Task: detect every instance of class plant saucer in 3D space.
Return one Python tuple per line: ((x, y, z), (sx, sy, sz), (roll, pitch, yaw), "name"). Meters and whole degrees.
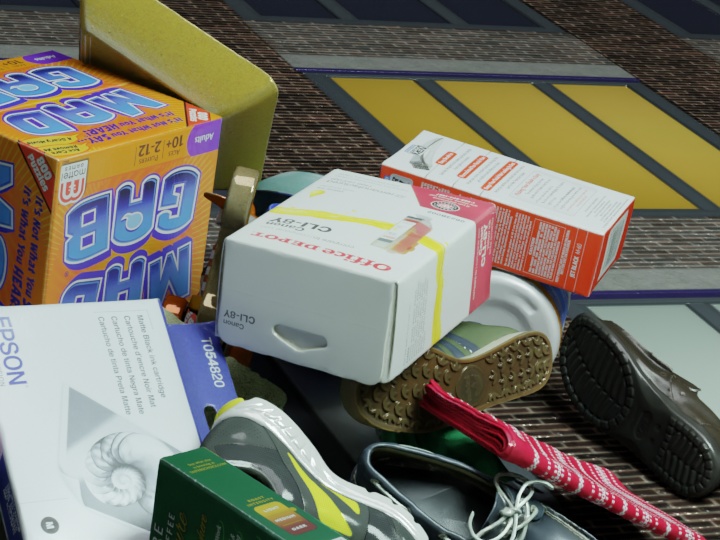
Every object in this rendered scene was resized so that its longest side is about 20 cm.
((-0.172, -0.153, 1.873), (0.199, 0.200, 0.049), (34, 66, 7), "plant saucer")
((-0.012, -0.041, 1.952), (0.199, 0.036, 0.200), (21, -14, 5), "plant saucer")

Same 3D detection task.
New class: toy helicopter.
((-0.098, -0.018, 1.677), (0.078, 0.200, 0.133), (18, 55, 0), "toy helicopter")

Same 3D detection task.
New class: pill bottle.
((0.128, 0.022, 1.906), (0.111, 0.113, 0.200), (12, 22, 6), "pill bottle")

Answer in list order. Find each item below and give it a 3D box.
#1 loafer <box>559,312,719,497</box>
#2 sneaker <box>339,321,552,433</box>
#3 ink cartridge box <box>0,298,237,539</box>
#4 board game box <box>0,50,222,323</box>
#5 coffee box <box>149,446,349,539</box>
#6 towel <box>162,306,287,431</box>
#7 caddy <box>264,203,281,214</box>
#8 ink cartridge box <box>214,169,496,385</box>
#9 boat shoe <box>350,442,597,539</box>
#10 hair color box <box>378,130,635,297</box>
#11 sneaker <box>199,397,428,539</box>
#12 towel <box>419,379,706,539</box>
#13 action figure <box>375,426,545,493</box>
((0.238, 0.111, 1.780), (0.071, 0.073, 0.200), (-1, 40, -43), "loafer")
((0.049, 0.080, 1.675), (0.199, 0.068, 0.090), (-10, 12, -38), "sneaker")
((-0.160, 0.110, 1.495), (0.199, 0.041, 0.201), (-3, 56, -29), "ink cartridge box")
((-0.261, -0.046, 1.787), (0.199, 0.202, 0.199), (22, 25, 30), "board game box")
((-0.056, 0.205, 1.359), (0.199, 0.124, 0.044), (26, 28, 38), "coffee box")
((-0.140, 0.111, 1.571), (0.148, 0.037, 0.200), (33, 36, 0), "towel")
((-0.044, 0.026, 1.835), (0.141, 0.105, 0.200), (28, 12, -9), "caddy")
((0.000, 0.000, 1.628), (0.144, 0.084, 0.200), (14, 23, 20), "ink cartridge box")
((0.088, 0.174, 1.523), (0.199, 0.062, 0.075), (26, 57, 9), "boat shoe")
((0.120, -0.050, 1.842), (0.199, 0.064, 0.111), (20, 24, 15), "hair color box")
((-0.035, 0.176, 1.463), (0.200, 0.075, 0.085), (38, 35, 5), "sneaker")
((0.148, 0.144, 1.596), (0.199, 0.023, 0.144), (28, 1, -28), "towel")
((0.053, 0.137, 1.666), (0.117, 0.055, 0.200), (1, 23, -16), "action figure")
